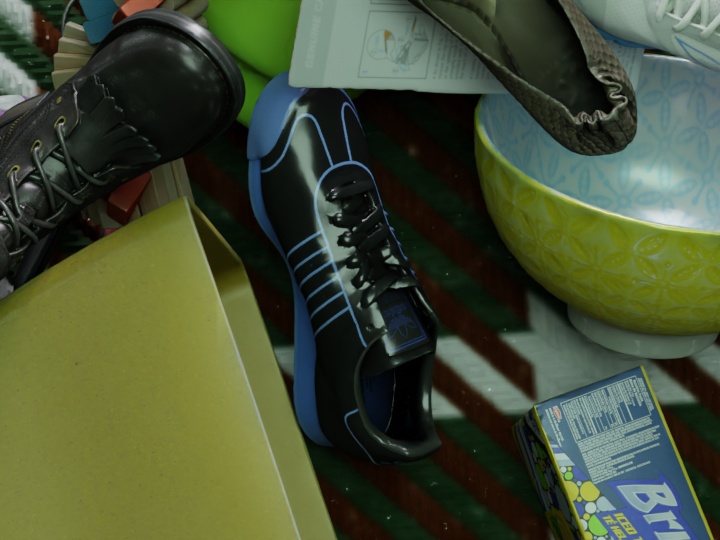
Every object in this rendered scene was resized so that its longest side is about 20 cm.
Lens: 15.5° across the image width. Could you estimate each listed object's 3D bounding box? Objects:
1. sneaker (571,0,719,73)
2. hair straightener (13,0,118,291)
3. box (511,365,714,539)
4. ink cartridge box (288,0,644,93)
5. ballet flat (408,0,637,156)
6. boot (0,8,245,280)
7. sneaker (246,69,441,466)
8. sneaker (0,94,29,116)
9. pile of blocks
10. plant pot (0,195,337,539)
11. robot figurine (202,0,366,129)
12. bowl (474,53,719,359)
[{"bbox_3d":[0.185,-0.123,1.272,0.200,0.087,0.075,20,97,-16],"label":"sneaker"},{"bbox_3d":[-0.143,-0.075,1.356,0.077,0.041,0.200,18,81,-2],"label":"hair straightener"},{"bbox_3d":[0.145,0.155,1.326,0.064,0.070,0.200,-19,80,-10],"label":"box"},{"bbox_3d":[0.057,-0.167,1.282,0.200,0.047,0.160,-2,113,-28],"label":"ink cartridge box"},{"bbox_3d":[0.063,-0.124,1.232,0.067,0.046,0.200,-44,114,0],"label":"ballet flat"},{"bbox_3d":[-0.150,-0.022,1.172,0.069,0.200,0.174,48,47,-13],"label":"boot"},{"bbox_3d":[0.000,0.000,1.300,0.070,0.078,0.200,-23,111,-34],"label":"sneaker"},{"bbox_3d":[-0.215,-0.005,1.304,0.075,0.100,0.200,15,53,27],"label":"sneaker"},{"bbox_3d":[-0.114,-0.105,1.262,0.082,0.062,0.200,18,115,12],"label":"pile of blocks"},{"bbox_3d":[-0.118,0.103,1.252,0.176,0.200,0.200,-20,80,2],"label":"plant pot"},{"bbox_3d":[-0.014,-0.167,1.334,0.116,0.175,0.200,37,111,7],"label":"robot figurine"},{"bbox_3d":[0.150,-0.021,1.337,0.200,0.200,0.108,3,120,-7],"label":"bowl"}]
